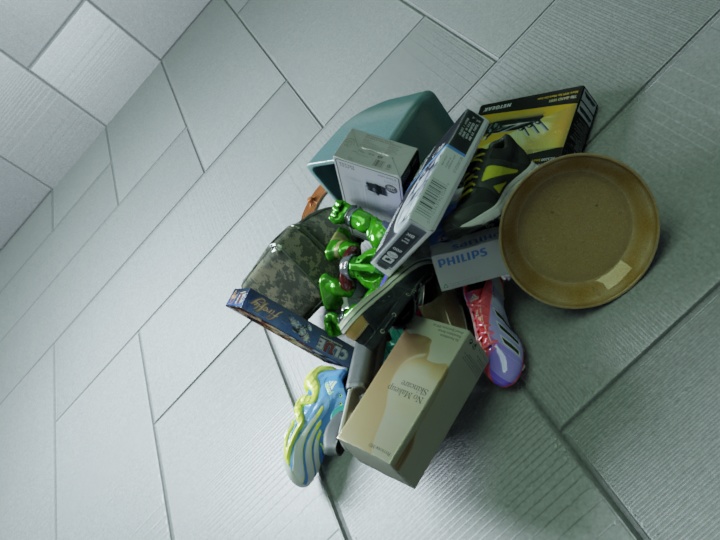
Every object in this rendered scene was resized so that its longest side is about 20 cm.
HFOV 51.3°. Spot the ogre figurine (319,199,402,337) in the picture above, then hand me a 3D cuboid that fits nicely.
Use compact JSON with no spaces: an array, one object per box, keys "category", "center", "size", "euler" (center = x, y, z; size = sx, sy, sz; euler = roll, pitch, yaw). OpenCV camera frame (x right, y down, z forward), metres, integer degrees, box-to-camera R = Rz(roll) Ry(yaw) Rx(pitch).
[{"category":"ogre figurine","center":[0.000,0.000,1.125],"size":[0.119,0.098,0.202],"euler":[4,70,38]}]

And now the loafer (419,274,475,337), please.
[{"category":"loafer","center":[0.121,0.071,1.104],"size":[0.076,0.067,0.201],"euler":[-32,41,26]}]

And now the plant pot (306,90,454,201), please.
[{"category":"plant pot","center":[0.071,-0.191,1.283],"size":[0.195,0.196,0.201],"euler":[0,50,48]}]

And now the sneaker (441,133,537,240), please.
[{"category":"sneaker","center":[0.159,-0.112,0.994],"size":[0.200,0.085,0.074],"euler":[-39,6,-39]}]

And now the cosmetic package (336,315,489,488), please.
[{"category":"cosmetic package","center":[0.070,0.165,0.973],"size":[0.105,0.071,0.201],"euler":[12,60,44]}]

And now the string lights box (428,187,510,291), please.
[{"category":"string lights box","center":[0.149,-0.054,1.073],"size":[0.102,0.059,0.200],"euler":[-15,27,9]}]

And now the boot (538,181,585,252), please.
[{"category":"boot","center":[0.255,-0.072,1.068],"size":[0.075,0.108,0.200],"euler":[-29,9,-4]}]

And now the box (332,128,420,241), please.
[{"category":"box","center":[0.033,-0.116,1.158],"size":[0.116,0.201,0.060],"euler":[20,62,21]}]

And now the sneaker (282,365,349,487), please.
[{"category":"sneaker","center":[-0.055,0.231,1.160],"size":[0.105,0.076,0.201],"euler":[-20,47,36]}]

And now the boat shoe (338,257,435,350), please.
[{"category":"boat shoe","center":[0.049,0.045,1.013],"size":[0.200,0.062,0.075],"euler":[-37,-13,-47]}]

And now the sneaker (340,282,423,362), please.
[{"category":"sneaker","center":[0.040,0.065,1.182],"size":[0.121,0.083,0.201],"euler":[-43,44,20]}]

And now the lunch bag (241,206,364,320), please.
[{"category":"lunch bag","center":[-0.089,-0.011,1.305],"size":[0.168,0.139,0.200],"euler":[-49,2,-38]}]

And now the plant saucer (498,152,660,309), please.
[{"category":"plant saucer","center":[0.275,-0.051,0.956],"size":[0.200,0.200,0.035],"euler":[-41,10,15]}]

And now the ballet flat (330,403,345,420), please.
[{"category":"ballet flat","center":[0.053,0.194,1.069],"size":[0.199,0.068,0.068],"euler":[-21,44,20]}]

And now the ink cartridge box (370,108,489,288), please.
[{"category":"ink cartridge box","center":[0.082,-0.093,1.018],"size":[0.199,0.043,0.200],"euler":[-62,5,-29]}]

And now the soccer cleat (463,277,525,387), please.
[{"category":"soccer cleat","center":[0.175,0.068,1.038],"size":[0.066,0.076,0.201],"euler":[-31,41,29]}]

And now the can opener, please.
[{"category":"can opener","center":[-0.012,0.165,1.051],"size":[0.066,0.053,0.201],"euler":[-13,43,26]}]

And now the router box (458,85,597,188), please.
[{"category":"router box","center":[0.257,-0.199,1.187],"size":[0.199,0.052,0.158],"euler":[-1,61,48]}]

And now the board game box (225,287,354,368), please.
[{"category":"board game box","center":[-0.112,0.092,1.202],"size":[0.035,0.199,0.135],"euler":[-62,16,-11]}]

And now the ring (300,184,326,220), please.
[{"category":"ring","center":[-0.053,-0.132,1.503],"size":[0.200,0.019,0.202],"euler":[-29,42,30]}]
